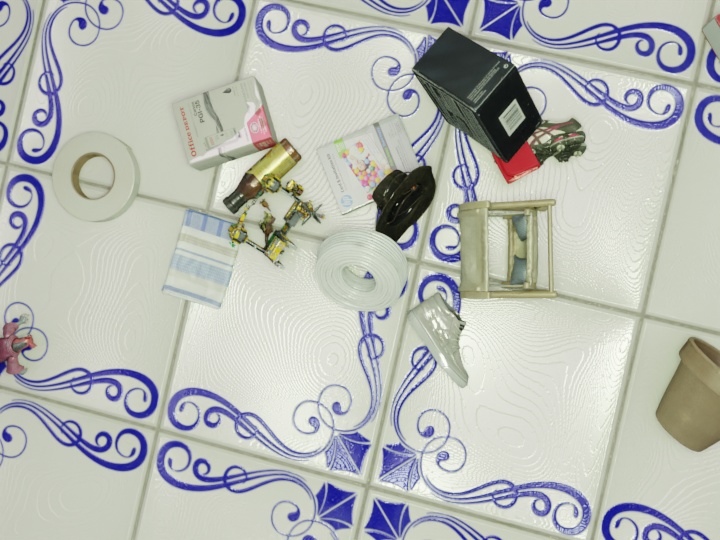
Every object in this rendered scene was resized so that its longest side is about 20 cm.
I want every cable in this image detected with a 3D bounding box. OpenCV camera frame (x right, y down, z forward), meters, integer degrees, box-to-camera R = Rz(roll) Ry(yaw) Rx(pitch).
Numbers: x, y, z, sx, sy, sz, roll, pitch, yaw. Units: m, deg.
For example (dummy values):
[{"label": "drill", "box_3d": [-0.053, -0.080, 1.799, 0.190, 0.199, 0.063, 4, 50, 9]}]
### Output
[{"label": "cable", "box_3d": [0.000, 0.000, 1.549, 0.197, 0.201, 0.070, 20, 48, 3]}]

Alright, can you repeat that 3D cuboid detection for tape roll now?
[{"label": "tape roll", "box_3d": [-0.602, -0.212, 1.679, 0.199, 0.037, 0.206, 0, 89, 6]}]

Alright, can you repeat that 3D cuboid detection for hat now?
[{"label": "hat", "box_3d": [0.073, -0.152, 1.544, 0.081, 0.200, 0.202, 37, 92, 22]}]

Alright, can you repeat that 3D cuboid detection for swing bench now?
[{"label": "swing bench", "box_3d": [0.302, -0.042, 1.542, 0.197, 0.130, 0.202, -1, 89, 6]}]

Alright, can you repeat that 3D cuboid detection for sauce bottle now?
[{"label": "sauce bottle", "box_3d": [-0.220, -0.206, 1.627, 0.199, 0.066, 0.066, -41, 86, 1]}]

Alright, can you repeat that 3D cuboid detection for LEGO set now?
[{"label": "LEGO set", "box_3d": [-0.182, -0.101, 1.572, 0.200, 0.116, 0.154, -49, 118, -2]}]

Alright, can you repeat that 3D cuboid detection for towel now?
[{"label": "towel", "box_3d": [-0.355, -0.025, 1.658, 0.145, 0.024, 0.203, 17, 90, 5]}]

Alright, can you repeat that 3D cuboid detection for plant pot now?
[{"label": "plant pot", "box_3d": [0.692, 0.263, 1.483, 0.199, 0.200, 0.176, 36, 110, 5]}]

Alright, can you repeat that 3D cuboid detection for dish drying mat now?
[{"label": "dish drying mat", "box_3d": [0.305, -0.273, 1.546, 0.076, 0.018, 0.202, -27, 54, 13]}]

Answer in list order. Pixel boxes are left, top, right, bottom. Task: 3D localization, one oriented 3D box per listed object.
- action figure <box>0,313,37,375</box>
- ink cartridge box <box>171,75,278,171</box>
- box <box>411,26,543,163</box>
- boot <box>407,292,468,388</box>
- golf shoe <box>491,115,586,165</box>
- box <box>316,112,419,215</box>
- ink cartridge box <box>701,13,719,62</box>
[{"label": "action figure", "box_3d": [-0.813, 0.172, 1.643, 0.198, 0.149, 0.136, -18, 81, 19]}, {"label": "ink cartridge box", "box_3d": [-0.298, -0.322, 1.628, 0.197, 0.083, 0.149, -17, 87, 5]}, {"label": "box", "box_3d": [0.237, -0.354, 1.485, 0.124, 0.200, 0.198, -48, 53, 2]}, {"label": "boot", "box_3d": [0.192, 0.146, 1.575, 0.095, 0.074, 0.201, -37, 85, 10]}, {"label": "golf shoe", "box_3d": [0.380, -0.271, 1.578, 0.197, 0.077, 0.089, -8, 57, 13]}, {"label": "box", "box_3d": [0.022, -0.232, 1.618, 0.198, 0.041, 0.158, -22, 87, 6]}, {"label": "ink cartridge box", "box_3d": [0.841, -0.502, 1.523, 0.198, 0.083, 0.147, -30, 86, 5]}]
